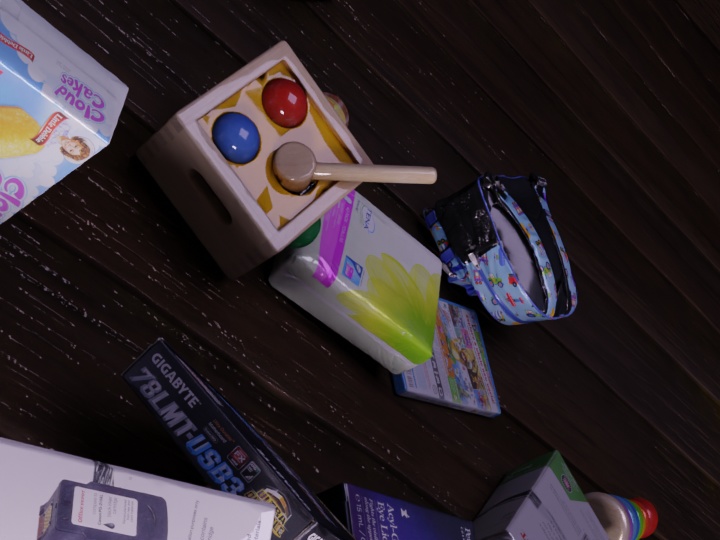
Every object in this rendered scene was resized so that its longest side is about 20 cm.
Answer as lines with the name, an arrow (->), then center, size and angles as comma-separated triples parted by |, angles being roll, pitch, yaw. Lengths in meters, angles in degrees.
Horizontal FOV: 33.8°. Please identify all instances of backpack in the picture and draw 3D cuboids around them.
backpack -> 0.193, -0.016, 1.554 | 0.182, 0.134, 0.202 | -7, 71, -57

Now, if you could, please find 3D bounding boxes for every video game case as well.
video game case -> 0.094, 0.096, 1.437 | 0.199, 0.018, 0.145 | 19, 50, -48

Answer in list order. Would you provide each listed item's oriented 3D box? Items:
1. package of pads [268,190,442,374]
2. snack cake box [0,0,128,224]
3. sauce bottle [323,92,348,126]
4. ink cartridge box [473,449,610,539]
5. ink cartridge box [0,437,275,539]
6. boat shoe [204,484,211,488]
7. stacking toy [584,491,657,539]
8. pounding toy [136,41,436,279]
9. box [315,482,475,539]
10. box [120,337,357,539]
package of pads -> 0.000, 0.000, 1.312 | 0.199, 0.068, 0.155 | 38, 39, -23
snack cake box -> -0.281, -0.101, 0.870 | 0.115, 0.199, 0.068 | 39, 38, -31
sauce bottle -> -0.071, -0.140, 1.333 | 0.066, 0.066, 0.200 | 53, 30, -13
ink cartridge box -> 0.202, 0.321, 1.353 | 0.147, 0.084, 0.200 | 60, 32, -2
ink cartridge box -> -0.172, 0.191, 0.780 | 0.198, 0.145, 0.085 | 16, 55, -11
boat shoe -> -0.163, 0.202, 0.927 | 0.200, 0.073, 0.070 | -29, 96, -58
stacking toy -> 0.341, 0.331, 1.567 | 0.199, 0.085, 0.086 | 12, 55, -60
pounding toy -> -0.070, -0.104, 1.158 | 0.184, 0.142, 0.201 | -42, 98, -35
box -> 0.021, 0.298, 1.091 | 0.199, 0.104, 0.150 | 25, 46, -44
box -> -0.083, 0.164, 0.942 | 0.200, 0.050, 0.199 | 43, -8, 27
